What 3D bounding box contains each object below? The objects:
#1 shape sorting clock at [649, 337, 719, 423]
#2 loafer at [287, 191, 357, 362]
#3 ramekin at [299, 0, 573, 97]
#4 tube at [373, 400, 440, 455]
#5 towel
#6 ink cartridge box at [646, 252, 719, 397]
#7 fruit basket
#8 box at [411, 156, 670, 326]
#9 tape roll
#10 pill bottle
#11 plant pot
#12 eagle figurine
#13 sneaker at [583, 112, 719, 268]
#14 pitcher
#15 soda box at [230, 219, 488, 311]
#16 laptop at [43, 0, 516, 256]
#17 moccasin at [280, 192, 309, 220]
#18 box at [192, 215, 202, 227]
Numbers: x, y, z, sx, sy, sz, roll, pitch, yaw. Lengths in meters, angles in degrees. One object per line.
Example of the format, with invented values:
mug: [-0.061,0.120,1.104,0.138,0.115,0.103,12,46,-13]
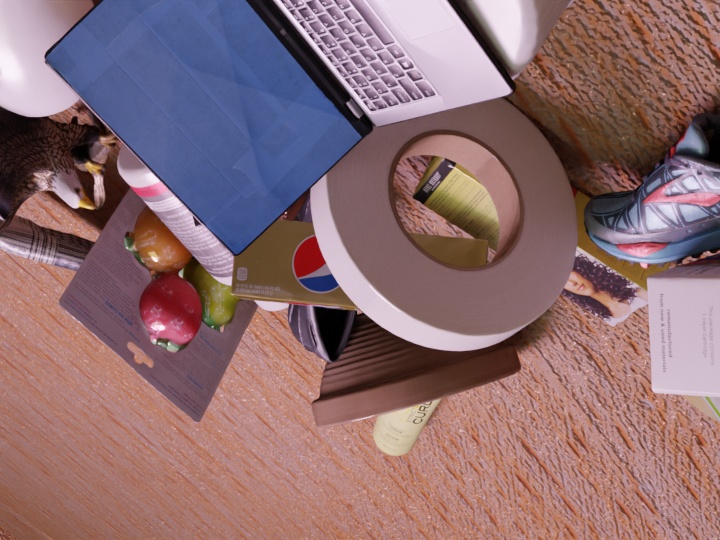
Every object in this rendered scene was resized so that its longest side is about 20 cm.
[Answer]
shape sorting clock: [0.327,0.070,0.990,0.198,0.039,0.201,22,146,16]
loafer: [-0.019,-0.013,1.077,0.070,0.067,0.202,47,136,45]
ramekin: [0.042,-0.200,0.764,0.199,0.098,0.201,22,150,13]
tube: [0.053,0.136,1.335,0.057,0.052,0.201,-8,150,-17]
towel: [-0.292,-0.021,1.305,0.191,0.035,0.200,16,180,-20]
ink cartridge box: [0.312,0.034,0.824,0.198,0.144,0.085,0,98,39]
fruit basket: [-0.180,0.013,1.190,0.093,0.201,0.185,-11,133,48]
box: [0.143,-0.036,0.979,0.199,0.050,0.075,32,151,-3]
tape roll: [0.062,-0.044,0.885,0.202,0.204,0.037,33,151,-8]
pill bottle: [-0.117,-0.058,1.114,0.110,0.111,0.200,-2,138,43]
plant pot: [0.043,0.076,1.156,0.200,0.199,0.094,-20,85,54]
eagle figurine: [-0.304,-0.091,1.127,0.150,0.199,0.154,8,115,43]
sneaker: [0.236,-0.065,0.848,0.198,0.079,0.096,-7,118,42]
pitcher: [-0.288,-0.201,0.980,0.120,0.173,0.201,11,146,14]
soda box: [0.000,0.000,0.985,0.197,0.065,0.068,5,176,0]
laptop: [-0.048,-0.120,0.748,0.199,0.117,0.187,-6,136,46]
moccasin: [-0.067,-0.104,0.983,0.073,0.078,0.202,29,135,6]
box: [-0.103,-0.145,0.929,0.142,0.036,0.202,-14,92,52]
